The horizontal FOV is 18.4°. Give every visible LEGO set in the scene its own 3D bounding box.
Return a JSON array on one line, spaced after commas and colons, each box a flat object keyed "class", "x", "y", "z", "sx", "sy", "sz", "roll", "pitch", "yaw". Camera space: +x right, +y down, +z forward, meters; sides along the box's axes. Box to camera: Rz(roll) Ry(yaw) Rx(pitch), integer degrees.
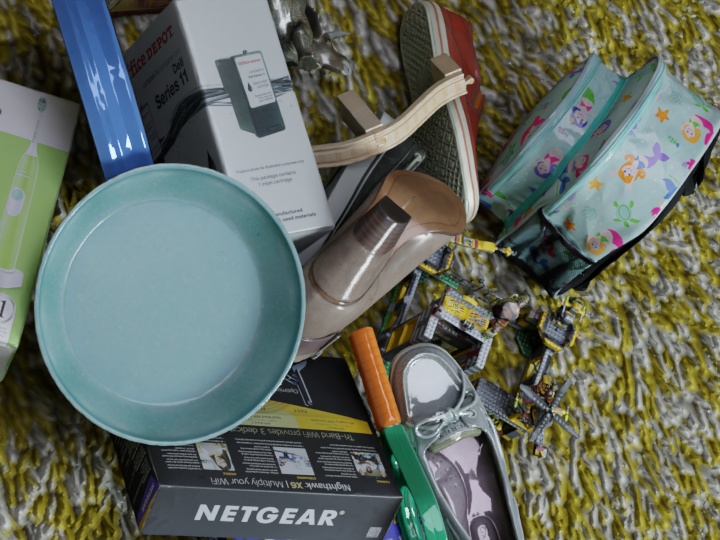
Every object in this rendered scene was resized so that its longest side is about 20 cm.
[{"class": "LEGO set", "x": 0.108, "y": 0.047, "z": 1.806, "sx": 0.200, "sy": 0.116, "sz": 0.154, "roll": 38, "pitch": 59, "yaw": -13}]

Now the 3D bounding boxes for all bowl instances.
[{"class": "bowl", "x": -0.189, "y": -0.128, "z": 1.657, "sx": 0.039, "sy": 0.201, "sz": 0.202, "roll": -16, "pitch": 81, "yaw": -6}]

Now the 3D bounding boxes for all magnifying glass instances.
[{"class": "magnifying glass", "x": 0.030, "y": 0.140, "z": 1.684, "sx": 0.022, "sy": 0.080, "sz": 0.201, "roll": -16, "pitch": 74, "yaw": -13}]

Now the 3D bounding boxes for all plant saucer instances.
[{"class": "plant saucer", "x": -0.139, "y": 0.024, "z": 1.595, "sx": 0.198, "sy": 0.036, "sz": 0.202, "roll": -1, "pitch": 93, "yaw": -18}]

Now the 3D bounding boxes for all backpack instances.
[{"class": "backpack", "x": 0.204, "y": -0.089, "z": 1.858, "sx": 0.151, "sy": 0.200, "sz": 0.178, "roll": 43, "pitch": 59, "yaw": -9}]

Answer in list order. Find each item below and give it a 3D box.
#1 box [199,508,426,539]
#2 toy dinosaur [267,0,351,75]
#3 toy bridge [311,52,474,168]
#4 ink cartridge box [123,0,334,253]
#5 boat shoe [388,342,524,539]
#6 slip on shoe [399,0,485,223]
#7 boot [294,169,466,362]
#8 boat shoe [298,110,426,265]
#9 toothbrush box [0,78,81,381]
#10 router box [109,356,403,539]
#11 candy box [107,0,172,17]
[{"class": "box", "x": -0.020, "y": 0.219, "z": 1.709, "sx": 0.199, "sy": 0.064, "sz": 0.071, "roll": 1, "pitch": 73, "yaw": -29}, {"class": "toy dinosaur", "x": -0.069, "y": -0.219, "z": 1.788, "sx": 0.103, "sy": 0.076, "sz": 0.201, "roll": -94, "pitch": 165, "yaw": -51}, {"class": "toy bridge", "x": 0.003, "y": -0.119, "z": 1.798, "sx": 0.199, "sy": 0.067, "sz": 0.027, "roll": -23, "pitch": 129, "yaw": -12}, {"class": "ink cartridge box", "x": -0.110, "y": -0.099, "z": 1.721, "sx": 0.083, "sy": 0.146, "sz": 0.201, "roll": -11, "pitch": 77, "yaw": -30}, {"class": "boat shoe", "x": 0.079, "y": 0.151, "z": 1.702, "sx": 0.074, "sy": 0.065, "sz": 0.203, "roll": -16, "pitch": 86, "yaw": -15}, {"class": "slip on shoe", "x": 0.080, "y": -0.134, "z": 1.884, "sx": 0.061, "sy": 0.074, "sz": 0.201, "roll": 5, "pitch": 66, "yaw": -30}, {"class": "boot", "x": 0.000, "y": 0.000, "z": 1.735, "sx": 0.070, "sy": 0.146, "sz": 0.200, "roll": 44, "pitch": 20, "yaw": 12}, {"class": "boat shoe", "x": -0.006, "y": -0.045, "z": 1.803, "sx": 0.064, "sy": 0.071, "sz": 0.200, "roll": 40, "pitch": 57, "yaw": -10}, {"class": "toothbrush box", "x": -0.300, "y": -0.040, "z": 1.618, "sx": 0.145, "sy": 0.086, "sz": 0.201, "roll": 16, "pitch": 67, "yaw": -11}, {"class": "router box", "x": -0.084, "y": 0.128, "z": 1.667, "sx": 0.199, "sy": 0.052, "sz": 0.158, "roll": 6, "pitch": 37, "yaw": -26}, {"class": "candy box", "x": -0.174, "y": -0.311, "z": 1.811, "sx": 0.116, "sy": 0.056, "sz": 0.201, "roll": -10, "pitch": 79, "yaw": -32}]
